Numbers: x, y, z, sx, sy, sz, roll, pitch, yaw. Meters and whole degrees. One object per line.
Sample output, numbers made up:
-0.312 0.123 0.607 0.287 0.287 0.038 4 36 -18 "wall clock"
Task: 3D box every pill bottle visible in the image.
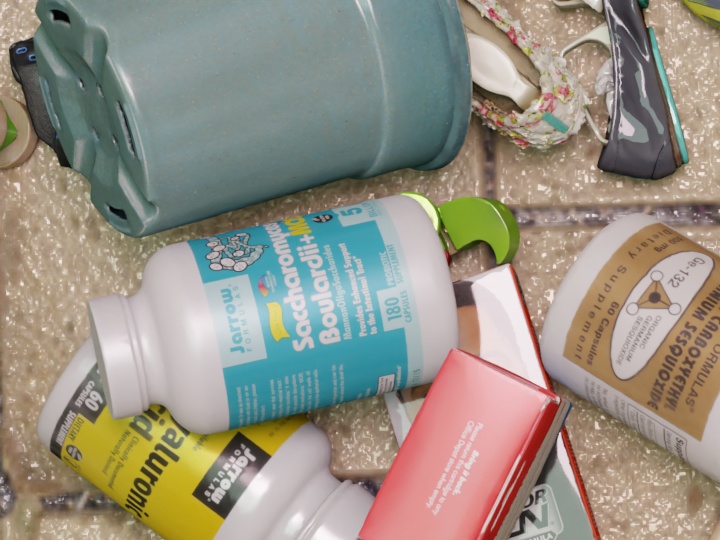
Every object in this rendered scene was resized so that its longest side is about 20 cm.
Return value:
-0.087 0.116 1.394 0.200 0.111 0.112 35 90 9 "pill bottle"
0.213 0.060 1.331 0.200 0.114 0.115 32 89 28 "pill bottle"
-0.051 0.029 1.315 0.199 0.111 0.111 -13 83 -10 "pill bottle"

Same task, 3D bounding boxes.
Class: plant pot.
-0.071 -0.122 1.334 0.195 0.200 0.201 -22 81 -22 "plant pot"

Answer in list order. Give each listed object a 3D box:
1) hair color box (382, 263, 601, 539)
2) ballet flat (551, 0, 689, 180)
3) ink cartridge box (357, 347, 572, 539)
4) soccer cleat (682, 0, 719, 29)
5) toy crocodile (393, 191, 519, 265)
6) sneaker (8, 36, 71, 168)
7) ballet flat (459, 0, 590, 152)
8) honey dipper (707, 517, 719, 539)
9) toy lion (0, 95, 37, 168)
0.076 0.107 1.398 0.101 0.061 0.201 -19 82 6 "hair color box"
0.152 -0.152 1.411 0.073 0.073 0.201 -9 86 6 "ballet flat"
0.059 0.108 1.268 0.067 0.200 0.117 26 89 9 "ink cartridge box"
0.256 -0.150 1.385 0.065 0.084 0.200 -41 82 -4 "soccer cleat"
0.000 0.000 1.415 0.199 0.068 0.062 -23 83 5 "toy crocodile"
-0.165 -0.162 1.449 0.111 0.073 0.201 3 86 6 "sneaker"
0.056 -0.147 1.402 0.200 0.064 0.076 37 98 23 "ballet flat"
0.238 0.118 1.389 0.038 0.038 0.201 30 91 9 "honey dipper"
-0.320 -0.090 1.474 0.191 0.069 0.200 -33 81 11 "toy lion"
